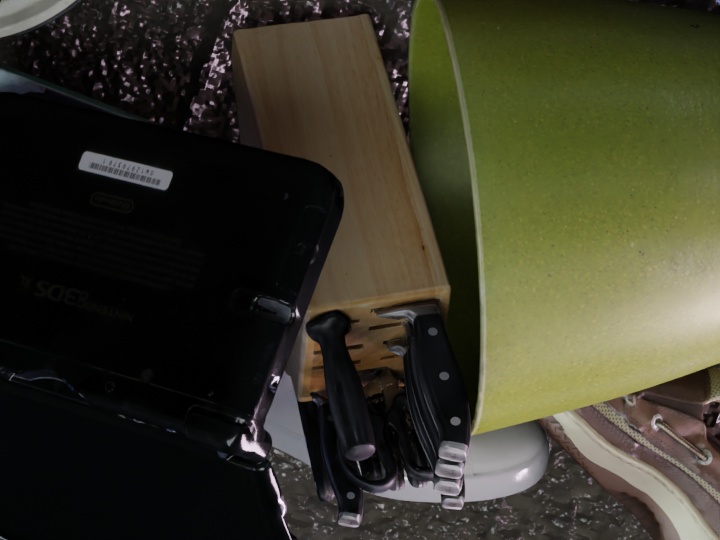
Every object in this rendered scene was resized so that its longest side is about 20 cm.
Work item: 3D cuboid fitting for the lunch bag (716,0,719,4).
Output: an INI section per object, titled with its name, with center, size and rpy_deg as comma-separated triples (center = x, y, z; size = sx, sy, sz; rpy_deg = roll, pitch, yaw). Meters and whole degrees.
[lunch bag]
center = 0.164, -0.150, 1.099
size = 0.076, 0.160, 0.200
rpy_deg = -38, 106, 27

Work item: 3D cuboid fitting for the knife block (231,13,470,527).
[knife block]
center = 0.000, 0.000, 1.179
size = 0.064, 0.176, 0.201
rpy_deg = -8, 101, -12

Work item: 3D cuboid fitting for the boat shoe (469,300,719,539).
[boat shoe]
center = 0.135, 0.068, 1.292
size = 0.075, 0.075, 0.202
rpy_deg = -43, 107, 6

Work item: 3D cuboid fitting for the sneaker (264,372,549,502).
[sneaker]
center = -0.004, 0.045, 1.294
size = 0.199, 0.073, 0.085
rpy_deg = 16, 124, 3

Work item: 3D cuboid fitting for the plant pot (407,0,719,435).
[plant pot]
center = 0.132, -0.035, 1.179
size = 0.199, 0.187, 0.188
rpy_deg = -6, 120, -6

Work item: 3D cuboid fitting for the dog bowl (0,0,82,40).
[dog bowl]
center = -0.178, -0.200, 1.186
size = 0.200, 0.074, 0.201
rpy_deg = 5, 121, 9

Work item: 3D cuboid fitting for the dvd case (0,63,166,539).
[dvd case]
center = -0.152, 0.018, 1.246
size = 0.146, 0.022, 0.200
rpy_deg = 21, 98, -26

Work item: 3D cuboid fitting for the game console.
[game console]
center = -0.089, 0.037, 1.170
size = 0.200, 0.176, 0.116
rpy_deg = 14, 169, 35
